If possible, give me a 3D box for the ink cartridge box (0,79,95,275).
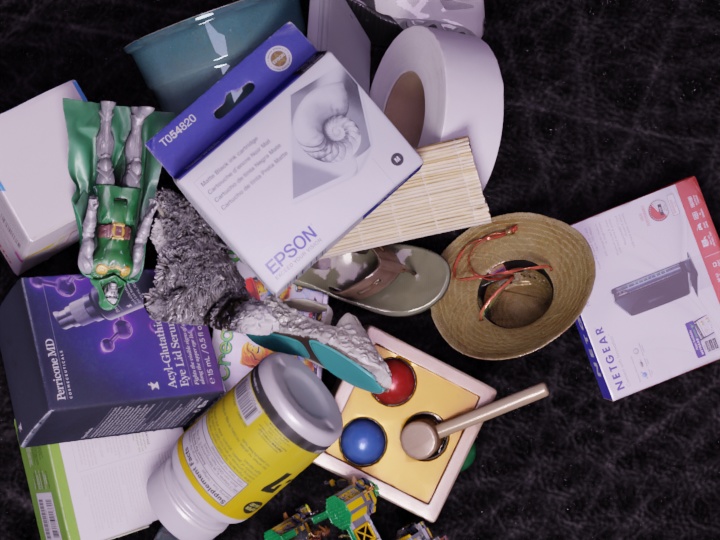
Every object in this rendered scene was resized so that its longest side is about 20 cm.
[{"bbox_3d":[-0.334,-0.092,1.508,0.125,0.200,0.129,-31,90,-21],"label":"ink cartridge box"}]

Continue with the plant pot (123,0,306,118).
[{"bbox_3d":[-0.123,-0.177,1.524,0.198,0.200,0.198,-21,98,-4],"label":"plant pot"}]

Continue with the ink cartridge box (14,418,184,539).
[{"bbox_3d":[-0.257,0.206,1.562,0.198,0.075,0.150,-12,89,-37],"label":"ink cartridge box"}]

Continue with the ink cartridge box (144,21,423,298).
[{"bbox_3d":[-0.074,-0.114,1.382,0.199,0.041,0.200,-42,86,-9],"label":"ink cartridge box"}]

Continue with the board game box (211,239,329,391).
[{"bbox_3d":[-0.099,0.054,1.587,0.125,0.035,0.203,5,87,-3],"label":"board game box"}]

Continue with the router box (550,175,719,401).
[{"bbox_3d":[0.324,0.021,1.607,0.178,0.049,0.202,-21,90,-4],"label":"router box"}]

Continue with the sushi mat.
[{"bbox_3d":[0.028,-0.071,1.445,0.198,0.012,0.096,-12,116,19],"label":"sushi mat"}]

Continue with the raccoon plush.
[{"bbox_3d":[-0.137,-0.014,1.427,0.198,0.096,0.136,6,95,39],"label":"raccoon plush"}]

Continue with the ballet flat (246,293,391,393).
[{"bbox_3d":[-0.039,0.066,1.500,0.199,0.072,0.072,19,87,35],"label":"ballet flat"}]

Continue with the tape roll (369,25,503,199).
[{"bbox_3d":[0.073,-0.153,1.517,0.070,0.202,0.205,6,88,-25],"label":"tape roll"}]

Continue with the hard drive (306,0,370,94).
[{"bbox_3d":[-0.024,-0.192,1.517,0.026,0.132,0.202,-9,60,20],"label":"hard drive"}]

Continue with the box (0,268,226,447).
[{"bbox_3d":[-0.261,0.088,1.485,0.198,0.104,0.149,-5,67,-34],"label":"box"}]

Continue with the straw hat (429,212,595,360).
[{"bbox_3d":[0.176,0.036,1.569,0.200,0.201,0.085,-37,135,-3],"label":"straw hat"}]

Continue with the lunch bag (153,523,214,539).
[{"bbox_3d":[-0.150,0.364,1.509,0.199,0.170,0.123,31,95,-2],"label":"lunch bag"}]

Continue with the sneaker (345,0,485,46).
[{"bbox_3d":[0.044,-0.299,1.596,0.198,0.074,0.089,17,71,-3],"label":"sneaker"}]

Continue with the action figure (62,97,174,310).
[{"bbox_3d":[-0.239,-0.062,1.404,0.117,0.055,0.203,4,90,-27],"label":"action figure"}]

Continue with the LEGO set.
[{"bbox_3d":[0.002,0.290,1.524,0.115,0.200,0.154,-24,75,-41],"label":"LEGO set"}]

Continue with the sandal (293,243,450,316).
[{"bbox_3d":[-0.001,0.001,1.550,0.198,0.057,0.081,10,82,-3],"label":"sandal"}]

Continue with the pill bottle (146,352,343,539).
[{"bbox_3d":[-0.123,0.188,1.486,0.200,0.114,0.114,-42,91,19],"label":"pill bottle"}]

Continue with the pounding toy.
[{"bbox_3d":[0.067,0.160,1.542,0.198,0.142,0.186,27,88,-2],"label":"pounding toy"}]
